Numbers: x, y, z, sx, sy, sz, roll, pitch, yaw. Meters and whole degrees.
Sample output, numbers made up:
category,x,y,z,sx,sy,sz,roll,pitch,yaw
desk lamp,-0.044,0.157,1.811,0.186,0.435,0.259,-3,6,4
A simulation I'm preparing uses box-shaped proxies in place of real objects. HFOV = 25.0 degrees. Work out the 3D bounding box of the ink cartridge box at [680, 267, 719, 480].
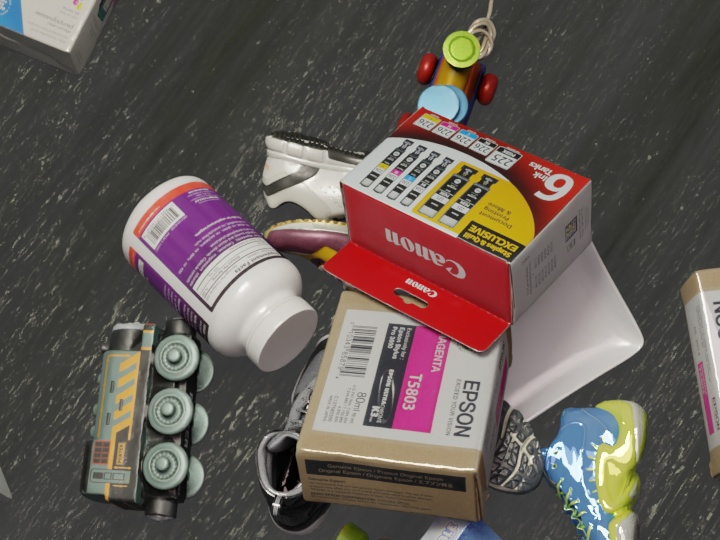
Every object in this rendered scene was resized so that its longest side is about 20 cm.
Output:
category,x,y,z,sx,sy,sz,roll,pitch,yaw
ink cartridge box,0.415,0.094,1.593,0.163,0.075,0.202,-7,76,-2

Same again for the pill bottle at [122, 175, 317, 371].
category,x,y,z,sx,sy,sz,roll,pitch,yaw
pill bottle,-0.134,0.006,1.583,0.112,0.113,0.200,-43,65,-10

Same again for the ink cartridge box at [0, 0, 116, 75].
category,x,y,z,sx,sy,sz,roll,pitch,yaw
ink cartridge box,-0.310,-0.323,1.716,0.115,0.067,0.201,21,76,6

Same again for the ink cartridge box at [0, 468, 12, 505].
category,x,y,z,sx,sy,sz,roll,pitch,yaw
ink cartridge box,-0.461,0.194,1.570,0.199,0.083,0.146,-24,76,-5

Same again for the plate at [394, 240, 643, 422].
category,x,y,z,sx,sy,sz,roll,pitch,yaw
plate,0.154,0.040,1.604,0.199,0.032,0.201,-31,100,-9

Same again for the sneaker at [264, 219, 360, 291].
category,x,y,z,sx,sy,sz,roll,pitch,yaw
sneaker,0.000,0.000,1.614,0.198,0.075,0.091,7,91,-5

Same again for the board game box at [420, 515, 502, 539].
category,x,y,z,sx,sy,sz,roll,pitch,yaw
board game box,0.087,0.345,1.479,0.200,0.043,0.199,-52,124,-12

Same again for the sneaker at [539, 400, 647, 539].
category,x,y,z,sx,sy,sz,roll,pitch,yaw
sneaker,0.218,0.222,1.569,0.104,0.076,0.202,4,67,14

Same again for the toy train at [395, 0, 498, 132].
category,x,y,z,sx,sy,sz,roll,pitch,yaw
toy train,0.102,-0.213,1.657,0.084,0.116,0.202,19,76,5

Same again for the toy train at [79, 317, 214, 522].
category,x,y,z,sx,sy,sz,roll,pitch,yaw
toy train,-0.209,0.143,1.586,0.113,0.085,0.202,1,74,11

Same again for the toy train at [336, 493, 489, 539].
category,x,y,z,sx,sy,sz,roll,pitch,yaw
toy train,0.026,0.275,1.545,0.115,0.085,0.201,26,75,24

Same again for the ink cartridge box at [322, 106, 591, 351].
category,x,y,z,sx,sy,sz,roll,pitch,yaw
ink cartridge box,0.085,-0.041,1.505,0.199,0.084,0.176,26,54,30

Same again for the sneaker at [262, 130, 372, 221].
category,x,y,z,sx,sy,sz,roll,pitch,yaw
sneaker,-0.006,-0.082,1.657,0.198,0.074,0.081,14,103,0

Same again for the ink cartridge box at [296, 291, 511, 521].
category,x,y,z,sx,sy,sz,roll,pitch,yaw
ink cartridge box,0.044,0.118,1.472,0.163,0.076,0.201,4,45,12

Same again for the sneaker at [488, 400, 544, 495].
category,x,y,z,sx,sy,sz,roll,pitch,yaw
sneaker,0.093,0.156,1.565,0.199,0.087,0.078,31,67,24

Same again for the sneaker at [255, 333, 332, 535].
category,x,y,z,sx,sy,sz,roll,pitch,yaw
sneaker,-0.046,0.150,1.558,0.075,0.114,0.202,12,76,12
